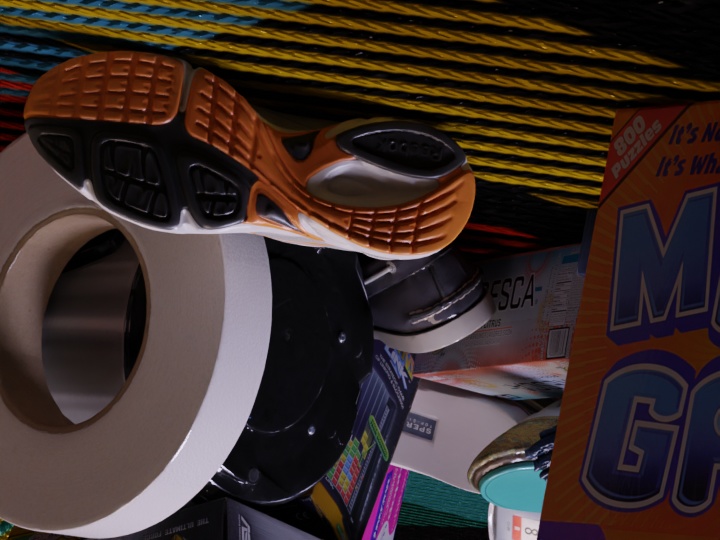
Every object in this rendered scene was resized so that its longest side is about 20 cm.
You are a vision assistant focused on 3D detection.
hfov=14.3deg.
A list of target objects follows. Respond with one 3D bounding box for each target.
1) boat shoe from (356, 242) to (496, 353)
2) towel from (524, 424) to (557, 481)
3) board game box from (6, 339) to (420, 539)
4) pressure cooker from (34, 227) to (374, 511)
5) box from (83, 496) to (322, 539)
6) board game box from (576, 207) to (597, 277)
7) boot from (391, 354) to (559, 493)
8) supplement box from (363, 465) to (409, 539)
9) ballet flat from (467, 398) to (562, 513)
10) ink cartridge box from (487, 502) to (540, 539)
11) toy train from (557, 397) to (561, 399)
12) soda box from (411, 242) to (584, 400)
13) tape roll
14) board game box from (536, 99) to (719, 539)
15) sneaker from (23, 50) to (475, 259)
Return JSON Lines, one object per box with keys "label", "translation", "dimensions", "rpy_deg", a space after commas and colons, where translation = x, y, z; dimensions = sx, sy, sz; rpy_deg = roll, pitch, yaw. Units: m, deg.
{"label": "boat shoe", "translation": [0.000, 0.000, 1.550], "dimensions": [0.200, 0.073, 0.063], "rpy_deg": [6, 127, 59]}
{"label": "towel", "translation": [0.173, 0.082, 1.457], "dimensions": [0.111, 0.049, 0.200], "rpy_deg": [-9, 178, 28]}
{"label": "board game box", "translation": [-0.080, 0.106, 1.580], "dimensions": [0.199, 0.166, 0.057], "rpy_deg": [-13, 123, 25]}
{"label": "pressure cooker", "translation": [-0.117, 0.038, 1.484], "dimensions": [0.199, 0.179, 0.176], "rpy_deg": [1, 166, 43]}
{"label": "box", "translation": [-0.095, 0.182, 1.491], "dimensions": [0.199, 0.049, 0.158], "rpy_deg": [-17, 149, 33]}
{"label": "board game box", "translation": [0.216, 0.015, 1.386], "dimensions": [0.135, 0.035, 0.200], "rpy_deg": [3, 167, 42]}
{"label": "boot", "translation": [0.027, 0.077, 1.668], "dimensions": [0.199, 0.073, 0.090], "rpy_deg": [24, -166, 23]}
{"label": "supplement box", "translation": [-0.025, 0.134, 1.881], "dimensions": [0.103, 0.102, 0.200], "rpy_deg": [16, -175, 7]}
{"label": "ballet flat", "translation": [0.127, 0.104, 1.552], "dimensions": [0.200, 0.071, 0.071], "rpy_deg": [18, 168, -41]}
{"label": "ink cartridge box", "translation": [0.193, 0.126, 1.745], "dimensions": [0.199, 0.050, 0.162], "rpy_deg": [6, -150, 17]}
{"label": "toy train", "translation": [0.150, 0.067, 1.671], "dimensions": [0.199, 0.085, 0.116], "rpy_deg": [15, 156, 27]}
{"label": "soda box", "translation": [0.101, 0.028, 1.513], "dimensions": [0.068, 0.064, 0.200], "rpy_deg": [15, 170, -23]}
{"label": "tape roll", "translation": [-0.128, 0.025, 1.358], "dimensions": [0.202, 0.204, 0.037], "rpy_deg": [3, 173, 40]}
{"label": "board game box", "translation": [0.218, 0.054, 1.123], "dimensions": [0.199, 0.201, 0.199], "rpy_deg": [19, 167, -36]}
{"label": "sneaker", "translation": [-0.055, -0.044, 1.278], "dimensions": [0.199, 0.076, 0.092], "rpy_deg": [15, 174, -11]}
